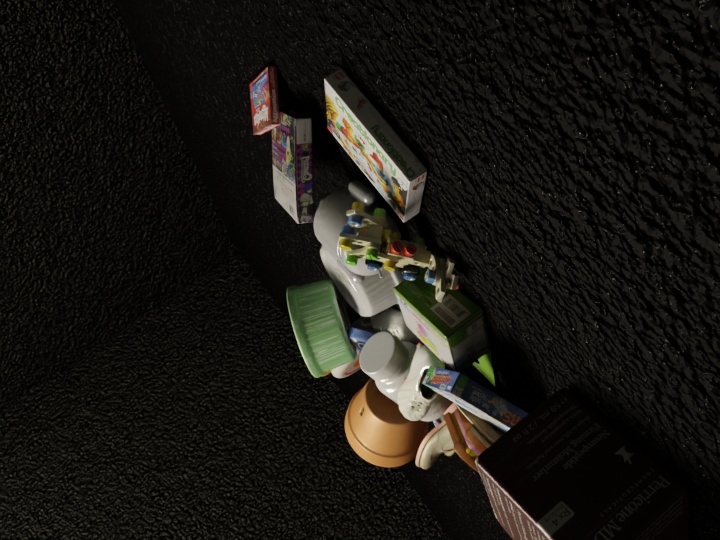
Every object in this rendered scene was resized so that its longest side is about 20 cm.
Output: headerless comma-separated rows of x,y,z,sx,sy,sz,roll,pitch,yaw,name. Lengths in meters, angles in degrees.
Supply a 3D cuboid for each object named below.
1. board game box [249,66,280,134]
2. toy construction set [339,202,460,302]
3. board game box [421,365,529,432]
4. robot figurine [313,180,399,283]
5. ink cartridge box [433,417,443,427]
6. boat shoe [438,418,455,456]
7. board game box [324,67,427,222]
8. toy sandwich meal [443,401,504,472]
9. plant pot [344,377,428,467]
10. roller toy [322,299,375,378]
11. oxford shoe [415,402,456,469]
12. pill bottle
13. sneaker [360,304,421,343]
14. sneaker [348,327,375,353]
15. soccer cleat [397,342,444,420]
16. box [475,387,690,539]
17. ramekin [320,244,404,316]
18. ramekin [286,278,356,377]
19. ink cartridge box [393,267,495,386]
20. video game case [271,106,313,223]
-0.188,-0.326,1.298,0.200,0.019,0.105,-163,68,-71,board game box
0.058,-0.028,0.993,0.198,0.093,0.131,28,161,-6,toy construction set
0.204,0.216,1.041,0.198,0.035,0.135,31,170,-9,board game box
-0.006,-0.065,1.144,0.200,0.111,0.172,41,135,47,robot figurine
0.188,0.332,1.565,0.202,0.039,0.099,61,167,-25,ink cartridge box
0.208,0.344,1.441,0.074,0.075,0.201,49,157,13,boat shoe
0.019,-0.177,0.956,0.201,0.034,0.127,52,167,17,board game box
0.201,0.280,1.187,0.205,0.070,0.205,44,-174,-6,toy sandwich meal
0.068,0.323,1.516,0.201,0.198,0.141,49,150,27,plant pot
-0.020,0.160,1.579,0.140,0.199,0.183,50,122,17,roller toy
0.178,0.337,1.329,0.074,0.070,0.201,43,120,25,oxford shoe
0.092,0.207,1.317,0.200,0.115,0.114,40,178,-35,pill bottle
0.072,0.115,1.374,0.077,0.080,0.200,63,164,-23,sneaker
0.043,0.187,1.384,0.199,0.079,0.070,34,164,-34,sneaker
0.109,0.216,1.201,0.078,0.068,0.202,-102,17,-48,soccer cleat
0.281,0.298,0.847,0.200,0.165,0.166,40,159,49,box
0.000,0.000,1.325,0.203,0.094,0.203,52,167,17,ramekin
-0.078,0.115,1.411,0.200,0.096,0.203,-19,-90,-87,ramekin
0.144,0.112,1.104,0.148,0.075,0.202,44,161,44,ink cartridge box
-0.127,-0.201,1.231,0.200,0.035,0.184,-136,43,-64,video game case
